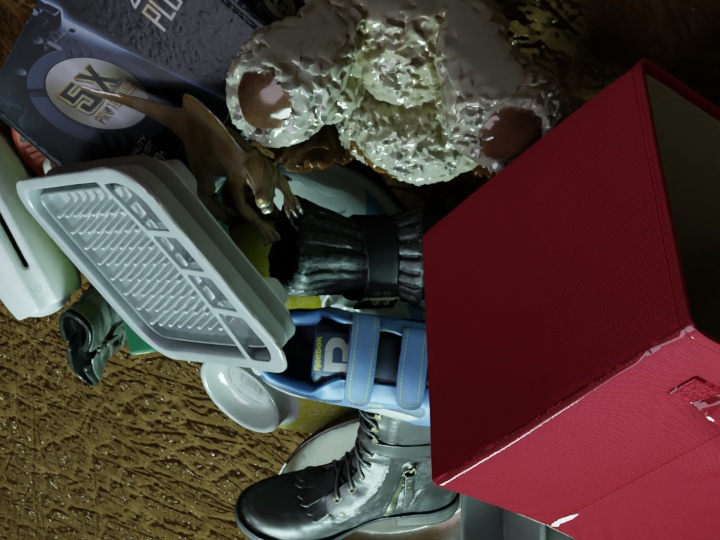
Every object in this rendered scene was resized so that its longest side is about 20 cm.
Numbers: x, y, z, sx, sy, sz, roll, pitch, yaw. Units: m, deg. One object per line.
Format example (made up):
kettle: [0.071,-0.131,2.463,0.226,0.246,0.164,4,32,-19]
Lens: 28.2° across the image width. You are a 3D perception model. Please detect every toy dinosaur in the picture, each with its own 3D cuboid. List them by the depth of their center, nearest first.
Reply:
toy dinosaur: [-0.091,-0.076,0.907,0.200,0.058,0.101,31,159,43]

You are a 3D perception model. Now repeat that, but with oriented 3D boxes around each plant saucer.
plant saucer: [0.027,0.177,1.197,0.200,0.032,0.200,-2,133,-2]

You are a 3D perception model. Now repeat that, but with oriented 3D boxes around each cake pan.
cake pan: [0.118,0.184,1.058,0.037,0.201,0.200,4,145,-12]

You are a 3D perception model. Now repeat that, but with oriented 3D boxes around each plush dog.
plush dog: [0.030,-0.116,0.882,0.200,0.161,0.172,7,152,6]

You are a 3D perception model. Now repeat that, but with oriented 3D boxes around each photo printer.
photo printer: [-0.300,-0.041,1.232,0.167,0.069,0.200,63,172,-6]

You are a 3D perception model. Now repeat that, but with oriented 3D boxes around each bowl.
bowl: [-0.068,0.069,1.183,0.200,0.108,0.200,25,142,22]

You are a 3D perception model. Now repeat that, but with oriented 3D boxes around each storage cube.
storage cube: [0.155,0.031,0.774,0.171,0.200,0.180,26,134,-29]

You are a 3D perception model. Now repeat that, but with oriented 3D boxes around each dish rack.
dish rack: [-0.129,-0.011,0.937,0.172,0.044,0.200,51,153,-23]

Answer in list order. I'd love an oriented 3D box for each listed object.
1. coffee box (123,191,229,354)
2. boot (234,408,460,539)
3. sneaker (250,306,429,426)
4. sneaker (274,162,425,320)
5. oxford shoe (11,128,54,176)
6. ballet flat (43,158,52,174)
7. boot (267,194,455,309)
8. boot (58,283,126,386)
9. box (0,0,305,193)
coffee box: [-0.155,-0.037,1.134,0.123,0.044,0.200,-13,89,50]
boot: [0.005,0.134,1.076,0.174,0.200,0.069,98,161,-53]
sneaker: [0.012,0.063,0.962,0.200,0.074,0.082,3,172,21]
sneaker: [0.000,0.000,1.068,0.200,0.081,0.076,48,146,-7]
oxford shoe: [-0.243,-0.084,1.242,0.073,0.071,0.200,56,170,45]
ballet flat: [-0.216,-0.102,1.103,0.067,0.067,0.200,-15,87,50]
boot: [0.034,-0.016,0.942,0.158,0.080,0.211,15,159,-18]
boot: [-0.209,0.049,1.258,0.068,0.131,0.200,26,154,18]
box: [-0.139,-0.145,0.988,0.164,0.086,0.200,41,124,2]
